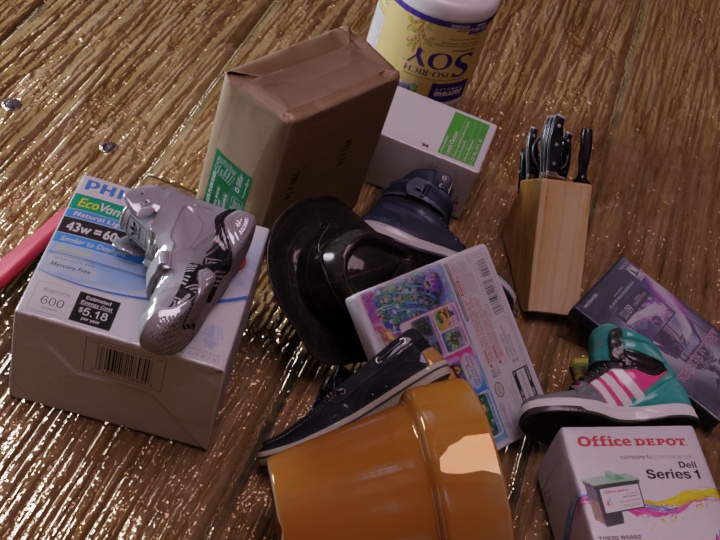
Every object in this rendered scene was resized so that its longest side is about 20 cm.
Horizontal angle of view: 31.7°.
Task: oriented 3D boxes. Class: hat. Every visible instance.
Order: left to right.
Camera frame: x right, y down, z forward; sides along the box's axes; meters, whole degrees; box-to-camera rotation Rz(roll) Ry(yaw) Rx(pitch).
[{"bbox_3d":[0.000,0.000,1.293,0.201,0.081,0.201,25,55,-42],"label":"hat"}]

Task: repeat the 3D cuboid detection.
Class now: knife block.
[{"bbox_3d":[0.225,-0.071,1.453,0.064,0.176,0.200,6,44,-13],"label":"knife block"}]

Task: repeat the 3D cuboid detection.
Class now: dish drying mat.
[{"bbox_3d":[-0.339,-0.012,1.269,0.018,0.077,0.200,56,42,-15],"label":"dish drying mat"}]

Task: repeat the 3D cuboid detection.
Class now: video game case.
[{"bbox_3d":[0.092,0.092,1.272,0.182,0.024,0.200,-21,90,-35],"label":"video game case"},{"bbox_3d":[0.347,0.077,1.440,0.200,0.019,0.143,38,40,12],"label":"video game case"}]

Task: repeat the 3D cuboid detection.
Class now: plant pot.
[{"bbox_3d":[0.018,0.208,1.094,0.183,0.200,0.200,-10,48,-8],"label":"plant pot"}]

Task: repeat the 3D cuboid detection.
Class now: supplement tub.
[{"bbox_3d":[0.082,-0.292,1.610,0.145,0.200,0.145,10,43,-10],"label":"supplement tub"}]

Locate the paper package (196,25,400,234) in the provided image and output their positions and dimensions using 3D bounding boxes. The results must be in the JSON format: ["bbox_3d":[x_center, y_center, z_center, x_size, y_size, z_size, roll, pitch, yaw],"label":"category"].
[{"bbox_3d":[-0.072,-0.143,1.400,0.103,0.200,0.191,41,46,22],"label":"paper package"}]

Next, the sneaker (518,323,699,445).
[{"bbox_3d":[0.246,0.114,1.317,0.200,0.084,0.121,4,50,-21],"label":"sneaker"}]

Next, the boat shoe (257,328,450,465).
[{"bbox_3d":[-0.013,0.121,1.186,0.200,0.075,0.062,-32,78,7],"label":"boat shoe"}]

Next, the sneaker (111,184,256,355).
[{"bbox_3d":[-0.178,-0.006,1.131,0.115,0.075,0.200,24,38,4],"label":"sneaker"}]

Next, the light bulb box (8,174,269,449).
[{"bbox_3d":[-0.209,0.037,1.219,0.198,0.125,0.200,16,43,-4],"label":"light bulb box"}]

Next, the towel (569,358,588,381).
[{"bbox_3d":[0.284,0.173,1.342,0.086,0.018,0.200,1,46,-11],"label":"towel"}]

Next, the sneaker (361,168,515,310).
[{"bbox_3d":[0.104,-0.038,1.447,0.202,0.077,0.146,27,46,10],"label":"sneaker"}]

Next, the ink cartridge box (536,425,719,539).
[{"bbox_3d":[0.265,0.248,1.195,0.145,0.084,0.200,1,47,-13],"label":"ink cartridge box"}]

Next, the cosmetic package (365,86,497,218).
[{"bbox_3d":[0.052,-0.156,1.546,0.200,0.085,0.108,22,45,1],"label":"cosmetic package"}]
